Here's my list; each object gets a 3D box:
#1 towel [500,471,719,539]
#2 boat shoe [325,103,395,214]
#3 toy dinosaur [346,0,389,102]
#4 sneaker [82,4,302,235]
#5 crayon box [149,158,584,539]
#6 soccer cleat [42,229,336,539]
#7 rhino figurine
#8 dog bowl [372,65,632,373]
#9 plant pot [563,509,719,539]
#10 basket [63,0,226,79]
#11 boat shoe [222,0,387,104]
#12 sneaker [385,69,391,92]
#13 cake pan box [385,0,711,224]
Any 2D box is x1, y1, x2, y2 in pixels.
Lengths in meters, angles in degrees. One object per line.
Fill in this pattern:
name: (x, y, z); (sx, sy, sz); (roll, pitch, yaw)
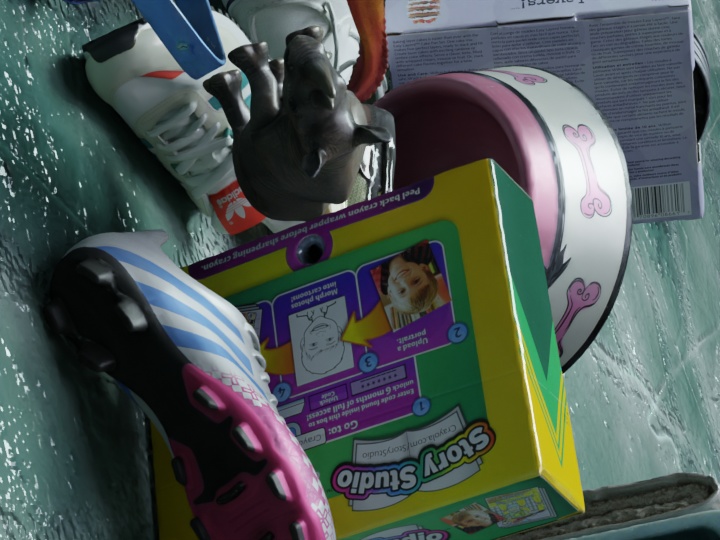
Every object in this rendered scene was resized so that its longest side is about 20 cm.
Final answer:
towel: (0.139, 0.173, 1.729); (0.133, 0.200, 0.035); (49, 36, -47)
boat shoe: (0.000, 0.000, 1.651); (0.072, 0.066, 0.201); (142, -55, -68)
toy dinosaur: (0.014, -0.192, 1.601); (0.181, 0.105, 0.200); (22, 76, -72)
sneaker: (-0.075, -0.072, 1.562); (0.200, 0.070, 0.094); (29, 40, -66)
crayon box: (-0.004, 0.060, 1.441); (0.058, 0.200, 0.173); (40, 36, -54)
soccer cleat: (-0.063, 0.059, 1.394); (0.200, 0.070, 0.086); (53, 35, 10)
rhino figurine: (-0.027, -0.072, 1.444); (0.200, 0.060, 0.088); (151, -81, -78)
dog bowl: (0.057, -0.026, 1.718); (0.074, 0.200, 0.200); (11, 60, -46)
plant pot: (0.150, 0.276, 1.685); (0.200, 0.196, 0.196); (53, 29, -57)
basket: (-0.129, -0.204, 1.434); (0.176, 0.139, 0.200); (54, 17, -41)
boat shoe: (-0.028, -0.124, 1.755); (0.202, 0.075, 0.086); (41, 37, -72)
sneaker: (0.045, -0.143, 1.948); (0.200, 0.078, 0.082); (41, 36, -55)
cake pan box: (0.120, -0.103, 1.863); (0.184, 0.200, 0.052); (77, 10, -47)
